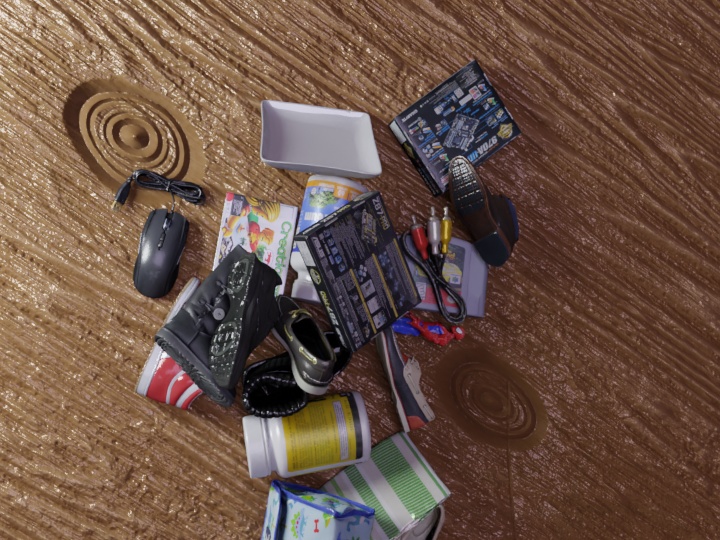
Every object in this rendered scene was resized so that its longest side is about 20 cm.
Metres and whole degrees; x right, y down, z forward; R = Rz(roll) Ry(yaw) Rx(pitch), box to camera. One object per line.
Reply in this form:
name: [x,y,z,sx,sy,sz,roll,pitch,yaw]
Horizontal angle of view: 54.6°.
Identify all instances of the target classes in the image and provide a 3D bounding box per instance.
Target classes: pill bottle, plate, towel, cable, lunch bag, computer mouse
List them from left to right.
computer mouse: [-0.345,-0.067,1.136,0.137,0.046,0.205,21,82,-11]
lunch bag: [-0.089,0.435,1.089,0.126,0.197,0.175,19,79,-44]
pill bottle: [-0.088,0.269,1.132,0.194,0.114,0.118,-8,87,-13]
plate: [-0.070,-0.214,1.164,0.193,0.033,0.203,4,40,-12]
pill bottle: [-0.055,-0.046,1.165,0.109,0.112,0.206,13,82,-11]
towel: [0.033,0.377,1.160,0.198,0.024,0.153,-35,57,-11]
cable: [0.127,-0.004,1.197,0.094,0.050,0.206,-13,87,-12]

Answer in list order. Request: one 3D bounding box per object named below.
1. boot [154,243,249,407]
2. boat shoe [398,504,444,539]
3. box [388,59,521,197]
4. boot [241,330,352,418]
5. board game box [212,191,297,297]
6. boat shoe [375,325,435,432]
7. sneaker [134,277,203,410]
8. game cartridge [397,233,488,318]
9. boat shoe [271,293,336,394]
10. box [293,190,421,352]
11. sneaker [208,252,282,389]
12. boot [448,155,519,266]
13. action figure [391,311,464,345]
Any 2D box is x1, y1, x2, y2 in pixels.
boot: [-0.202,0.085,1.101,0.166,0.065,0.201,50,56,-19]
boat shoe: [0.082,0.475,1.172,0.070,0.062,0.203,31,81,-10]
box: [0.172,-0.258,1.264,0.198,0.046,0.161,-37,94,-12]
boot: [-0.094,0.166,1.115,0.207,0.158,0.081,-24,94,-13]
board game box: [-0.182,-0.018,1.173,0.123,0.035,0.206,10,84,-12]
boat shoe: [0.075,0.179,1.179,0.061,0.071,0.205,-19,109,-3]
sneaker: [-0.272,0.123,1.125,0.110,0.071,0.204,25,88,-5]
game cartridge: [0.134,0.005,1.242,0.194,0.041,0.137,8,80,-12]
boat shoe: [-0.088,0.098,1.081,0.070,0.203,0.062,6,124,-34]
box: [0.000,0.000,1.109,0.160,0.049,0.204,-33,109,-28]
sneaker: [-0.163,0.081,1.048,0.090,0.075,0.205,29,69,-41]
boot: [0.221,-0.115,1.244,0.096,0.073,0.204,-32,101,-52]
action figure: [0.088,0.096,1.210,0.194,0.065,0.053,12,99,-11]
